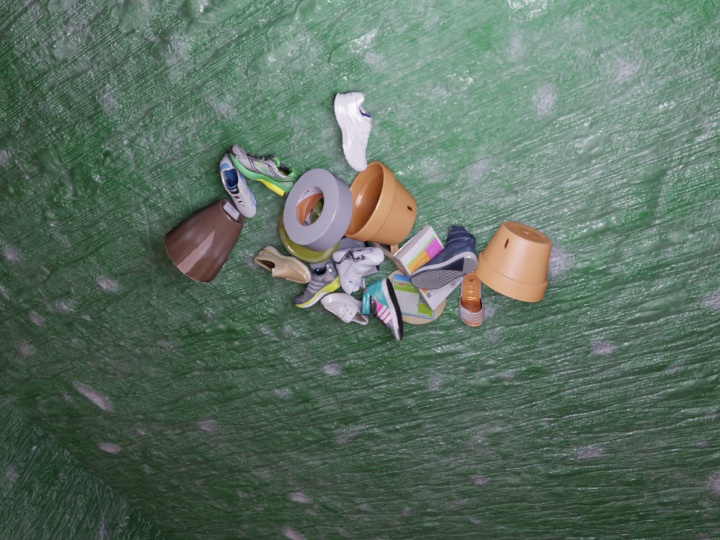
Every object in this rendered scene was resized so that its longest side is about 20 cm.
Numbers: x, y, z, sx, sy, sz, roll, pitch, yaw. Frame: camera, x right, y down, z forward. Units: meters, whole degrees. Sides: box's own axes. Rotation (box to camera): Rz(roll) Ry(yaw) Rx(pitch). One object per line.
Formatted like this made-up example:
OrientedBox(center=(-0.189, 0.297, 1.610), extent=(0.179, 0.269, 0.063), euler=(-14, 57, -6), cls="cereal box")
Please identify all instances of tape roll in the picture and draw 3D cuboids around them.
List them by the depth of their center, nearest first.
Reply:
OrientedBox(center=(-0.113, -0.158, 1.413), extent=(0.196, 0.207, 0.065), euler=(-27, 151, 29), cls="tape roll")

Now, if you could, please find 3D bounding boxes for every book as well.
OrientedBox(center=(0.198, -0.007, 1.526), extent=(0.133, 0.048, 0.202), euler=(-41, 116, -8), cls="book")

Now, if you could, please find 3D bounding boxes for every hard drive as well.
OrientedBox(center=(-0.056, -0.033, 1.606), extent=(0.193, 0.033, 0.142), euler=(-16, 122, 22), cls="hard drive")

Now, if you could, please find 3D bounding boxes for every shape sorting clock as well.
OrientedBox(center=(0.164, 0.075, 1.637), extent=(0.192, 0.040, 0.206), euler=(10, 127, 13), cls="shape sorting clock")

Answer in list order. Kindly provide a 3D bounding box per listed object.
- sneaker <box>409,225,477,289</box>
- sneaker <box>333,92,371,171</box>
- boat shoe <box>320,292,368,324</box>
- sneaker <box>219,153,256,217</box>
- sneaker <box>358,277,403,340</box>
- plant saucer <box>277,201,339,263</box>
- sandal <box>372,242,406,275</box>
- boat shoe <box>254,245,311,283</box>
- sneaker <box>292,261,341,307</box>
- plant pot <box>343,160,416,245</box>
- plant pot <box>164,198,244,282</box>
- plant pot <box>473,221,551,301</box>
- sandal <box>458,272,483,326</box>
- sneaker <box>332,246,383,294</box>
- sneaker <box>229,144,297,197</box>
OrientedBox(center=(0.227, -0.037, 1.469), extent=(0.197, 0.149, 0.077), euler=(-21, 128, 27), cls="sneaker")
OrientedBox(center=(-0.008, -0.341, 1.336), extent=(0.083, 0.076, 0.205), euler=(-8, 126, 11), cls="sneaker")
OrientedBox(center=(-0.039, 0.123, 1.644), extent=(0.070, 0.072, 0.196), euler=(-32, 146, 33), cls="boat shoe")
OrientedBox(center=(-0.343, -0.222, 1.494), extent=(0.069, 0.074, 0.204), euler=(-3, 134, 13), cls="sneaker")
OrientedBox(center=(0.056, 0.127, 1.630), extent=(0.116, 0.084, 0.206), euler=(-10, 113, 19), cls="sneaker")
OrientedBox(center=(-0.153, -0.107, 1.547), extent=(0.192, 0.031, 0.208), euler=(7, 117, 13), cls="plant saucer")
OrientedBox(center=(0.091, -0.066, 1.523), extent=(0.053, 0.081, 0.199), euler=(-36, 116, 23), cls="sandal")
OrientedBox(center=(-0.232, -0.003, 1.590), extent=(0.195, 0.076, 0.074), euler=(23, 134, 31), cls="boat shoe")
OrientedBox(center=(-0.135, 0.039, 1.620), extent=(0.197, 0.075, 0.082), euler=(-33, 109, 23), cls="sneaker")
OrientedBox(center=(0.055, -0.158, 1.398), extent=(0.137, 0.205, 0.200), euler=(22, 132, -28), cls="plant pot")
OrientedBox(center=(-0.431, -0.105, 1.557), extent=(0.199, 0.189, 0.186), euler=(-41, 112, 18), cls="plant pot")
OrientedBox(center=(0.408, -0.034, 1.407), extent=(0.192, 0.201, 0.145), euler=(16, 113, -1), cls="plant pot")
OrientedBox(center=(0.327, 0.099, 1.606), extent=(0.076, 0.060, 0.212), euler=(-2, 127, 13), cls="sandal")
OrientedBox(center=(0.000, 0.000, 1.493), extent=(0.196, 0.073, 0.120), euler=(3, 107, 50), cls="sneaker")
OrientedBox(center=(-0.258, -0.284, 1.440), extent=(0.195, 0.079, 0.086), euler=(25, 122, -20), cls="sneaker")
